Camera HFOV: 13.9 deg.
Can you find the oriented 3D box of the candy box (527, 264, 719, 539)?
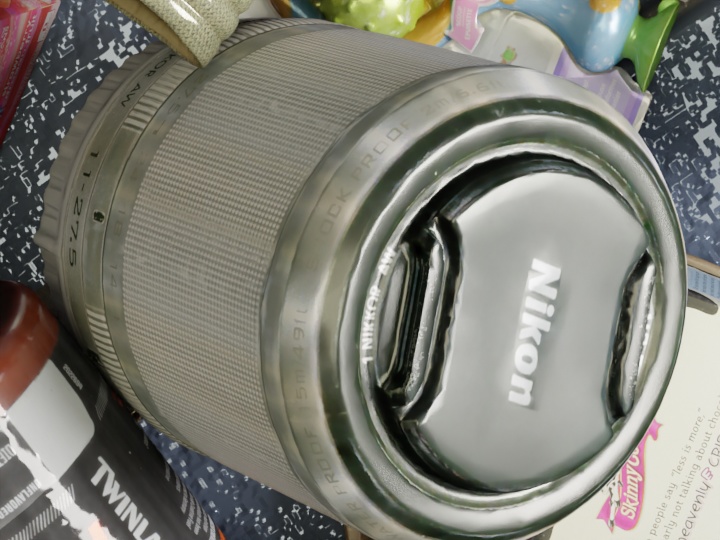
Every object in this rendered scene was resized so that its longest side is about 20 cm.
[{"bbox_3d":[0.167,0.092,1.062,0.200,0.061,0.137,22,102,2],"label":"candy box"}]

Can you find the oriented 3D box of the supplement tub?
[{"bbox_3d":[-0.102,0.108,1.032,0.107,0.107,0.200,-32,112,11],"label":"supplement tub"}]

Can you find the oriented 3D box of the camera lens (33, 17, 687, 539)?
[{"bbox_3d":[0.000,0.000,1.002,0.160,0.200,0.160,-9,106,-32],"label":"camera lens"}]

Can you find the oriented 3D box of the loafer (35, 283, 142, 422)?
[{"bbox_3d":[-0.125,0.063,1.112,0.200,0.072,0.063,-42,121,-8],"label":"loafer"}]

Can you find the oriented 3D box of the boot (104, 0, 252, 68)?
[{"bbox_3d":[-0.080,-0.182,0.992,0.200,0.072,0.155,42,86,2],"label":"boot"}]

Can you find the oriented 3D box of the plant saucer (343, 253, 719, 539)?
[{"bbox_3d":[0.093,0.086,1.115,0.200,0.029,0.201,1,100,8],"label":"plant saucer"}]

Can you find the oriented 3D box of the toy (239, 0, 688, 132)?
[{"bbox_3d":[0.021,-0.117,1.079,0.200,0.047,0.115,21,100,3],"label":"toy"}]

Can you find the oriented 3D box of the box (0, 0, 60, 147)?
[{"bbox_3d":[-0.200,-0.026,1.095,0.095,0.103,0.200,24,103,2],"label":"box"}]
